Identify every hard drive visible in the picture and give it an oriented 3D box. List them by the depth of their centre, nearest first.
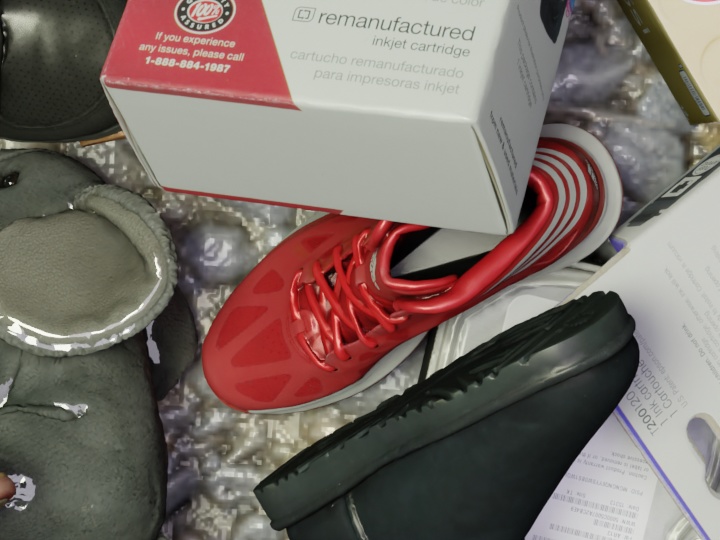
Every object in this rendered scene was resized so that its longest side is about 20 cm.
[{"bbox_3d":[0.084,0.095,1.017,0.139,0.038,0.202,14,93,-2],"label":"hard drive"}]

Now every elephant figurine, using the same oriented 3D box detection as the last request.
[{"bbox_3d":[-0.126,0.015,0.969,0.155,0.141,0.201,27,74,-31],"label":"elephant figurine"}]

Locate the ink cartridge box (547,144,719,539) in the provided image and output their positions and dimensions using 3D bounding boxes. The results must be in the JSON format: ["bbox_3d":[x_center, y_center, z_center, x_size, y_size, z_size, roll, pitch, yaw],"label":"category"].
[{"bbox_3d":[0.195,0.038,0.987,0.200,0.043,0.199,-37,98,-18],"label":"ink cartridge box"}]

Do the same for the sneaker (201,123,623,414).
[{"bbox_3d":[0.000,0.000,0.946,0.199,0.115,0.079,-33,81,21],"label":"sneaker"}]

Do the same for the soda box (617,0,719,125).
[{"bbox_3d":[0.120,-0.163,0.995,0.067,0.064,0.201,-31,94,-1],"label":"soda box"}]

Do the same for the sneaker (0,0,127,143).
[{"bbox_3d":[-0.172,-0.090,0.926,0.198,0.082,0.074,10,100,21],"label":"sneaker"}]

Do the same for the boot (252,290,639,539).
[{"bbox_3d":[0.068,0.116,0.929,0.200,0.076,0.169,-32,93,38],"label":"boot"}]

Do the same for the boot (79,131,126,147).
[{"bbox_3d":[-0.122,-0.128,0.982,0.198,0.074,0.156,-4,94,-1],"label":"boot"}]

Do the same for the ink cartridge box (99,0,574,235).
[{"bbox_3d":[0.005,-0.126,0.893,0.145,0.083,0.201,7,64,18],"label":"ink cartridge box"}]

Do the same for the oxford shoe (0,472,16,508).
[{"bbox_3d":[-0.218,0.096,0.881,0.199,0.071,0.074,-22,88,21],"label":"oxford shoe"}]
